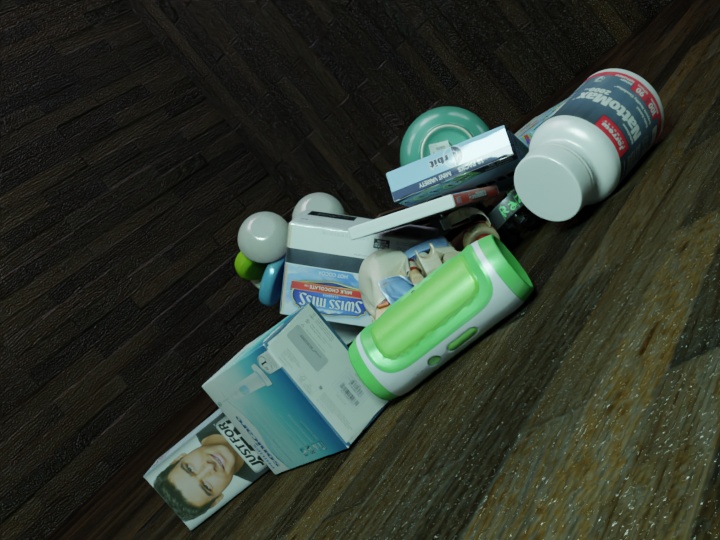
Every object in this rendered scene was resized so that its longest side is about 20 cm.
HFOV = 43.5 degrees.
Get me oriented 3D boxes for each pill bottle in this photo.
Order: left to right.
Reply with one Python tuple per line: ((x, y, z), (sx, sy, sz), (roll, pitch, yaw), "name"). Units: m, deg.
((0.277, -0.151, 1.104), (0.200, 0.120, 0.119), (-44, 6, -34), "pill bottle")

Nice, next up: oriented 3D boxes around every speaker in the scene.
((0.084, 0.052, 0.961), (0.200, 0.089, 0.088), (-39, 4, 15), "speaker")

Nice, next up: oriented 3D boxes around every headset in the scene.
((0.200, -0.084, 1.258), (0.123, 0.094, 0.200), (-40, -12, -6), "headset")

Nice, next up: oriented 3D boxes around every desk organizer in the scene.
((0.092, -0.067, 1.485), (0.199, 0.072, 0.077), (-22, -15, -43), "desk organizer")

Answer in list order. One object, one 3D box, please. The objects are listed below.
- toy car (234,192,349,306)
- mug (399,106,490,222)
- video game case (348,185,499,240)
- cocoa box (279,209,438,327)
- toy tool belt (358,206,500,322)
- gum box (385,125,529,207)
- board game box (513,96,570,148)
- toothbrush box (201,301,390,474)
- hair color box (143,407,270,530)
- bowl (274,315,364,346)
((-0.092, -0.013, 1.406), (0.199, 0.151, 0.175), (-20, -24, -9), "toy car")
((0.150, -0.171, 1.412), (0.153, 0.184, 0.114), (-61, -3, 5), "mug")
((0.086, -0.076, 1.160), (0.142, 0.018, 0.200), (-17, 1, 25), "video game case")
((0.000, 0.000, 1.260), (0.133, 0.199, 0.132), (-56, -26, -77), "cocoa box")
((0.097, 0.016, 1.119), (0.199, 0.125, 0.123), (-27, 25, 1), "toy tool belt")
((0.147, -0.132, 1.248), (0.169, 0.045, 0.200), (-20, -9, 20), "gum box")
((0.297, -0.186, 1.387), (0.105, 0.103, 0.200), (-39, 4, -6), "board game box")
((-0.080, 0.143, 1.049), (0.085, 0.147, 0.200), (-42, 4, -36), "toothbrush box")
((-0.178, 0.241, 1.196), (0.200, 0.099, 0.061), (-39, 5, 13), "hair color box")
((-0.074, 0.109, 1.359), (0.200, 0.091, 0.201), (-32, -11, -7), "bowl")
